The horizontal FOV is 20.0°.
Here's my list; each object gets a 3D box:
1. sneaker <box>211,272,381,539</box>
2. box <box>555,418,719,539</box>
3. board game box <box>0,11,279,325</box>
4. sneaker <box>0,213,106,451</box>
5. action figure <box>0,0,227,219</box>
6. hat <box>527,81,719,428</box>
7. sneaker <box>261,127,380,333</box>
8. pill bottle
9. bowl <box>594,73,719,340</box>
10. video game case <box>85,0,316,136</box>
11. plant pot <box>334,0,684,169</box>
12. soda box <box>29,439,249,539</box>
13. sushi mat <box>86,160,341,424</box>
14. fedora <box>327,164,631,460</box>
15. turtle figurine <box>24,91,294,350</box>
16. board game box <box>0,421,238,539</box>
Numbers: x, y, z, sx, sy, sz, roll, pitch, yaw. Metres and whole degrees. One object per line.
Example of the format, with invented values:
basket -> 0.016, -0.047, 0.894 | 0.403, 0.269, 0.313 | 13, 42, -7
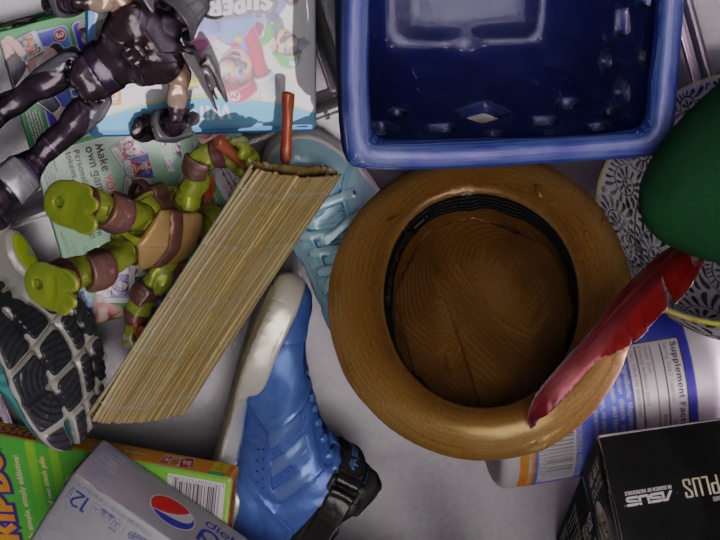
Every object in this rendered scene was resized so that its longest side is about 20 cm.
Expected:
sneaker -> -0.033, 0.103, 1.341 | 0.111, 0.077, 0.201 | 14, 107, -6
box -> 0.225, 0.171, 1.334 | 0.163, 0.200, 0.087 | -7, 65, -7
board game box -> -0.141, -0.075, 1.303 | 0.134, 0.029, 0.201 | -15, 107, -5
sneaker -> -0.231, 0.025, 1.297 | 0.077, 0.079, 0.201 | -40, 105, -40
action figure -> -0.167, -0.113, 1.224 | 0.200, 0.069, 0.130 | -35, 98, 3
hat -> 0.172, -0.045, 1.177 | 0.175, 0.200, 0.166 | -8, 127, 24
sneaker -> 0.000, 0.000, 1.316 | 0.074, 0.082, 0.201 | -29, 108, 0
pill bottle -> 0.178, 0.075, 1.348 | 0.199, 0.112, 0.113 | -9, 107, -6
bowl -> 0.253, -0.023, 1.289 | 0.200, 0.201, 0.094 | -26, 141, 0
video game case -> -0.098, -0.184, 1.254 | 0.142, 0.018, 0.201 | -2, 106, -8
plant pot -> 0.076, -0.179, 1.226 | 0.199, 0.180, 0.201 | -2, 107, -8
soda box -> -0.106, 0.196, 1.284 | 0.200, 0.063, 0.068 | 34, 109, 0
sushi mat -> -0.091, 0.016, 1.270 | 0.012, 0.096, 0.200 | 42, 109, 24
fedora -> 0.075, 0.029, 1.261 | 0.199, 0.082, 0.202 | -2, 67, 5
turtle figurine -> -0.125, -0.031, 1.244 | 0.064, 0.161, 0.201 | 43, 117, 26
board game box -> -0.182, 0.157, 1.335 | 0.199, 0.030, 0.096 | 9, 109, 6
